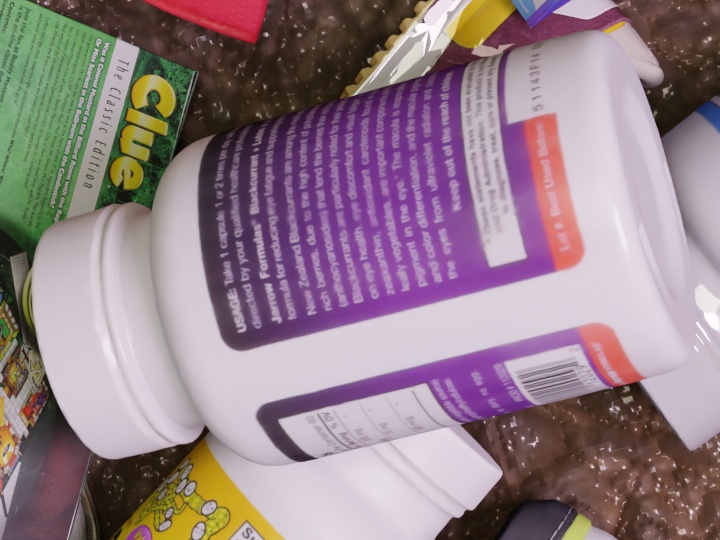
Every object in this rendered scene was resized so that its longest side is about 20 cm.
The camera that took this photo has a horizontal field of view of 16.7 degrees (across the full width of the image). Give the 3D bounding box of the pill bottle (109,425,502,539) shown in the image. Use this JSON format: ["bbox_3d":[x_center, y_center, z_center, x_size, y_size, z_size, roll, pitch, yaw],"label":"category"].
[{"bbox_3d":[-0.042,0.121,0.876,0.104,0.104,0.200,43,92,4],"label":"pill bottle"}]

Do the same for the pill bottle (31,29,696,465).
[{"bbox_3d":[0.000,0.000,0.796,0.199,0.111,0.112,-14,88,15],"label":"pill bottle"}]

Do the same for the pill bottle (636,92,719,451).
[{"bbox_3d":[0.172,-0.027,0.860,0.200,0.112,0.113,-37,87,3],"label":"pill bottle"}]

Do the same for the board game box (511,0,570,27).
[{"bbox_3d":[0.058,-0.205,0.874,0.134,0.045,0.201,-34,87,-28],"label":"board game box"}]

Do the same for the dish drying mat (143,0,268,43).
[{"bbox_3d":[-0.044,-0.183,0.841,0.076,0.018,0.201,23,114,12],"label":"dish drying mat"}]

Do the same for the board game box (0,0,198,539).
[{"bbox_3d":[-0.130,0.002,0.875,0.104,0.023,0.201,22,70,-21],"label":"board game box"}]

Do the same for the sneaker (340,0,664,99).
[{"bbox_3d":[0.024,-0.024,0.889,0.090,0.075,0.200,39,93,9],"label":"sneaker"}]

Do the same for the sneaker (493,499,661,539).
[{"bbox_3d":[0.049,0.179,0.885,0.082,0.072,0.201,31,91,3],"label":"sneaker"}]

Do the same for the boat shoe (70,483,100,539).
[{"bbox_3d":[-0.170,0.042,0.904,0.075,0.068,0.201,-36,88,1],"label":"boat shoe"}]
